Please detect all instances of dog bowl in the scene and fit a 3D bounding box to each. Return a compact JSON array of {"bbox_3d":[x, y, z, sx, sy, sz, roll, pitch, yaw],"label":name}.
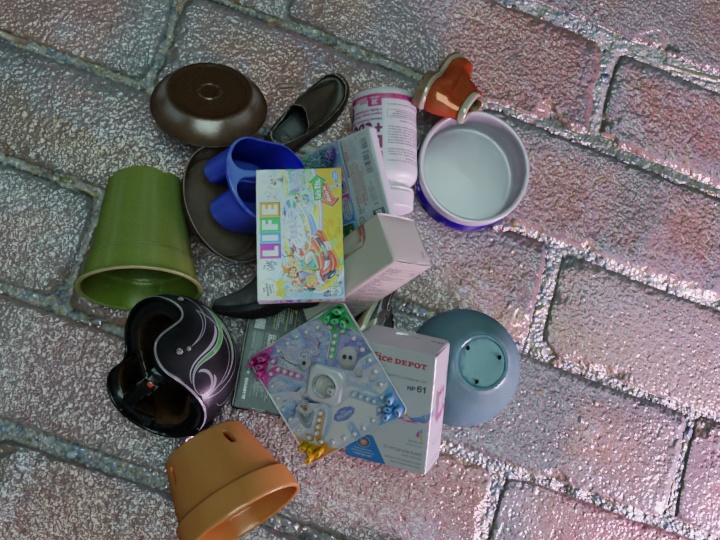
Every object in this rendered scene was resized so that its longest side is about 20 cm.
[{"bbox_3d":[0.192,-0.174,1.633,0.197,0.079,0.204,1,81,-9],"label":"dog bowl"}]

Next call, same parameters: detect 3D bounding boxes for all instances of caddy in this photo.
[{"bbox_3d":[-0.159,-0.137,1.513,0.199,0.104,0.144,4,70,-52],"label":"caddy"}]

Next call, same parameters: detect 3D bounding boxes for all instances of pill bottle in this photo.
[{"bbox_3d":[0.042,-0.201,1.596,0.111,0.113,0.204,0,81,-9],"label":"pill bottle"}]

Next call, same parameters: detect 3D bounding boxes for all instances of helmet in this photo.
[{"bbox_3d":[-0.286,0.140,1.451,0.197,0.201,0.192,20,40,-5],"label":"helmet"}]

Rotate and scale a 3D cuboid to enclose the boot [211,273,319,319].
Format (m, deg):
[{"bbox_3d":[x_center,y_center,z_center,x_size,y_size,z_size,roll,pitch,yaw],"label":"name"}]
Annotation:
[{"bbox_3d":[-0.150,0.002,1.489,0.197,0.070,0.134,-10,75,22],"label":"boot"}]

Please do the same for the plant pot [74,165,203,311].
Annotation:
[{"bbox_3d":[-0.350,-0.056,1.490,0.197,0.201,0.193,1,67,-9],"label":"plant pot"}]

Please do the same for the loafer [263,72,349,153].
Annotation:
[{"bbox_3d":[-0.089,-0.268,1.608,0.073,0.071,0.201,40,77,-1],"label":"loafer"}]

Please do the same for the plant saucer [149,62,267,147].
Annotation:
[{"bbox_3d":[-0.253,-0.289,1.556,0.197,0.037,0.203,6,51,-7],"label":"plant saucer"}]

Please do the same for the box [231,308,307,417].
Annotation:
[{"bbox_3d":[-0.121,0.143,1.548,0.157,0.049,0.203,11,79,-10],"label":"box"}]

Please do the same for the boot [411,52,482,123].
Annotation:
[{"bbox_3d":[0.171,-0.312,1.613,0.106,0.076,0.200,25,38,11],"label":"boot"}]

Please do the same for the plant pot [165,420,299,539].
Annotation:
[{"bbox_3d":[-0.212,0.329,1.442,0.198,0.201,0.141,-29,69,-12],"label":"plant pot"}]

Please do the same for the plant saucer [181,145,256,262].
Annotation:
[{"bbox_3d":[-0.225,-0.107,1.531,0.199,0.034,0.203,26,55,-45],"label":"plant saucer"}]

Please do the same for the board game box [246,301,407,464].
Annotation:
[{"bbox_3d":[-0.057,0.182,1.459,0.199,0.026,0.202,-31,91,23],"label":"board game box"}]

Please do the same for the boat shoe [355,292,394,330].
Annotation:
[{"bbox_3d":[0.025,0.091,1.571,0.064,0.072,0.202,27,81,-10],"label":"boat shoe"}]

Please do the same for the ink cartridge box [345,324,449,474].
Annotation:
[{"bbox_3d":[0.058,0.204,1.486,0.142,0.085,0.203,9,104,20],"label":"ink cartridge box"}]

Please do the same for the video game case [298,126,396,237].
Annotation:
[{"bbox_3d":[-0.028,-0.115,1.559,0.180,0.024,0.203,-18,82,33],"label":"video game case"}]

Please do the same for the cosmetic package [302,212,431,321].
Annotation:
[{"bbox_3d":[0.000,0.000,1.467,0.103,0.199,0.088,8,56,-50],"label":"cosmetic package"}]

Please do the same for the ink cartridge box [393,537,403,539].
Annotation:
[{"bbox_3d":[0.003,0.529,1.494,0.198,0.067,0.118,-23,85,-11],"label":"ink cartridge box"}]

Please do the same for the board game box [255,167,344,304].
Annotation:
[{"bbox_3d":[-0.092,-0.053,1.414,0.132,0.034,0.204,-2,80,-2],"label":"board game box"}]

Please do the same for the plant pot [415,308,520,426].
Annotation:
[{"bbox_3d":[0.185,0.157,1.550,0.197,0.135,0.204,2,80,-9],"label":"plant pot"}]
